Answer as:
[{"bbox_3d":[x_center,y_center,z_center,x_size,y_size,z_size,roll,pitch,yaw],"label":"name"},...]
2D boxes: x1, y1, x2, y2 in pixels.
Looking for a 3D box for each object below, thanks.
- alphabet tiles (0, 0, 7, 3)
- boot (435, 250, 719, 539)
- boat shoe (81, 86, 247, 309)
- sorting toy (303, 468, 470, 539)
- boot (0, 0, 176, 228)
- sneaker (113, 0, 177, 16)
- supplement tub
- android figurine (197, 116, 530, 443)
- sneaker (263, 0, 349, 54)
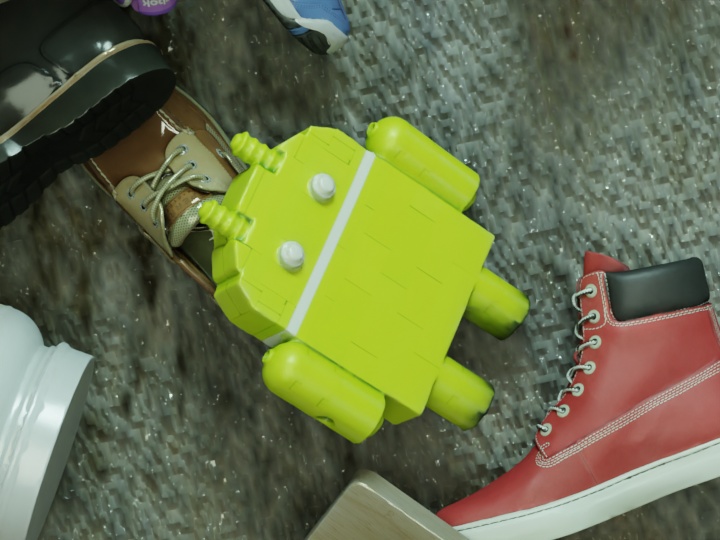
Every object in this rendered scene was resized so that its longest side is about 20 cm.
[{"bbox_3d":[-0.159,-0.209,1.271,0.008,0.200,0.167,31,69,-28],"label":"alphabet tiles"},{"bbox_3d":[0.116,0.072,1.391,0.200,0.072,0.144,-23,90,-1],"label":"boot"},{"bbox_3d":[-0.092,-0.040,1.377,0.200,0.074,0.076,44,94,-3],"label":"boat shoe"},{"bbox_3d":[0.021,0.249,1.370,0.200,0.070,0.199,36,114,-2],"label":"sorting toy"},{"bbox_3d":[-0.219,-0.099,1.340,0.200,0.077,0.138,-32,70,-10],"label":"boot"},{"bbox_3d":[-0.103,-0.193,1.312,0.073,0.200,0.114,-19,104,-19],"label":"sneaker"},{"bbox_3d":[-0.260,0.073,1.353,0.200,0.145,0.145,18,95,-1],"label":"supplement tub"},{"bbox_3d":[0.000,0.000,1.355,0.200,0.041,0.182,36,62,-19],"label":"android figurine"},{"bbox_3d":[-0.045,-0.217,1.361,0.077,0.076,0.200,-22,93,3],"label":"sneaker"}]
